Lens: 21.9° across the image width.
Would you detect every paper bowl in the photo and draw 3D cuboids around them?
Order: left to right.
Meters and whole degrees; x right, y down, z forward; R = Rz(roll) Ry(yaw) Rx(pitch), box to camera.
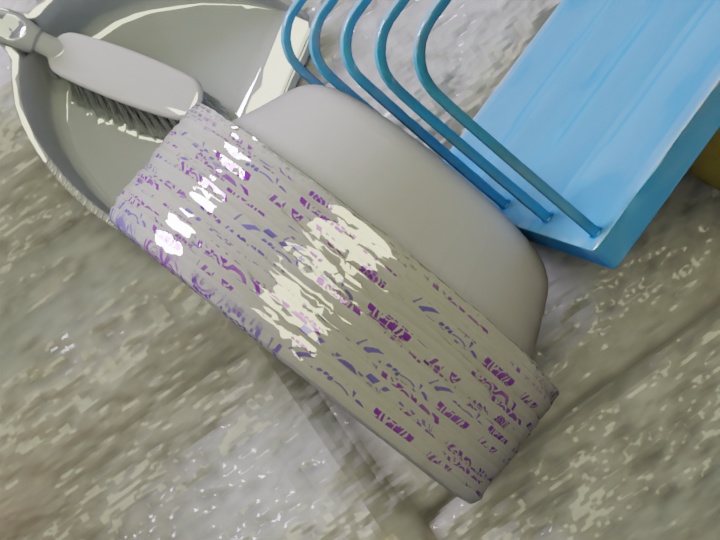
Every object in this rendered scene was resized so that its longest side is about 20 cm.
[{"bbox_3d":[0.000,0.000,0.793,0.200,0.201,0.105,38,86,13],"label":"paper bowl"}]

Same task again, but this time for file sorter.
[{"bbox_3d":[0.065,-0.104,0.788,0.122,0.200,0.139,38,86,-20],"label":"file sorter"}]

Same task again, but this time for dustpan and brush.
[{"bbox_3d":[-0.138,-0.102,0.903,0.199,0.057,0.140,21,83,11],"label":"dustpan and brush"}]

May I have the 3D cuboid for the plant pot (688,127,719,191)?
[{"bbox_3d":[0.242,-0.082,0.797,0.142,0.200,0.200,41,87,-7],"label":"plant pot"}]
